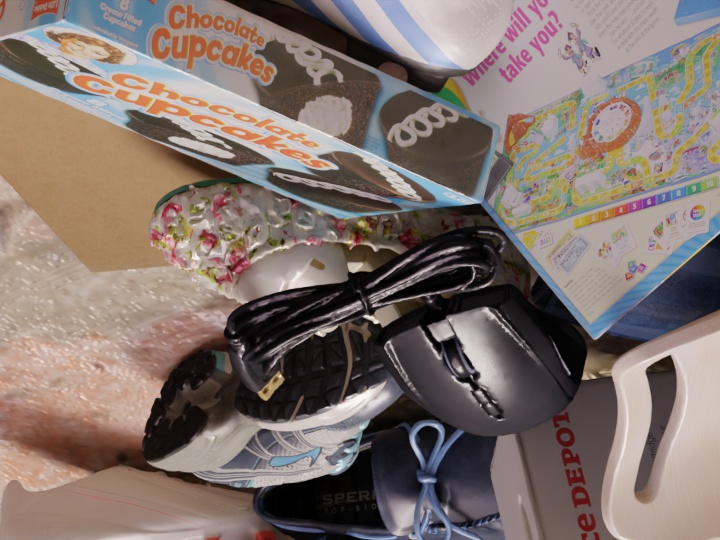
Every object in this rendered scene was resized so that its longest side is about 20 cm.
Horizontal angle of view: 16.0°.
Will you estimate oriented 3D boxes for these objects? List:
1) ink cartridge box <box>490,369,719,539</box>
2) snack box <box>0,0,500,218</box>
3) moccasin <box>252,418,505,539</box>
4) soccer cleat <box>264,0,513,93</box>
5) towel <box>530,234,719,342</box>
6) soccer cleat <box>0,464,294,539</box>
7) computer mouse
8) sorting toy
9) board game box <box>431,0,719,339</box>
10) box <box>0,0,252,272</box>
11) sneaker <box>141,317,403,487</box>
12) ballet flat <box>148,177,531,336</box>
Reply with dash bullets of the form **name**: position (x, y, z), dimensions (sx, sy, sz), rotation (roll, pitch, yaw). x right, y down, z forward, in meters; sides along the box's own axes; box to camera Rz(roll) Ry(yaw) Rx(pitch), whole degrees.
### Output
- **ink cartridge box**: position (0.174, 0.126, 1.243), dimensions (0.199, 0.146, 0.083), rotation (-6, 147, -9)
- **snack box**: position (-0.056, -0.073, 1.038), dimensions (0.199, 0.037, 0.116), rotation (22, 167, -29)
- **moccasin**: position (0.028, 0.120, 1.358), dimensions (0.199, 0.081, 0.068), rotation (-22, 162, 36)
- **soccer cleat**: position (-0.030, -0.143, 1.022), dimensions (0.199, 0.070, 0.087), rotation (18, 120, -7)
- **towel**: position (0.157, -0.028, 1.152), dimensions (0.111, 0.049, 0.200), rotation (13, 146, -8)
- **soccer cleat**: position (-0.107, 0.142, 1.453), dimensions (0.199, 0.078, 0.069), rotation (-1, 137, -22)
- **computer mouse**: position (0.023, 0.047, 1.140), dimensions (0.140, 0.046, 0.200), rotation (-17, 157, 12)
- **sorting toy**: position (0.192, 0.054, 1.136), dimensions (0.179, 0.107, 0.201), rotation (-15, 136, -17)
- **board game box**: position (0.112, -0.073, 1.043), dimensions (0.135, 0.034, 0.200), rotation (50, 141, 5)
- **box**: position (-0.096, -0.061, 1.165), dimensions (0.163, 0.021, 0.200), rotation (-6, 150, 21)
- **sneaker**: position (-0.026, 0.066, 1.317), dimensions (0.086, 0.078, 0.200), rotation (27, 152, -29)
- **ballet flat**: position (0.000, 0.000, 1.166), dimensions (0.199, 0.064, 0.076), rotation (6, 141, -31)
